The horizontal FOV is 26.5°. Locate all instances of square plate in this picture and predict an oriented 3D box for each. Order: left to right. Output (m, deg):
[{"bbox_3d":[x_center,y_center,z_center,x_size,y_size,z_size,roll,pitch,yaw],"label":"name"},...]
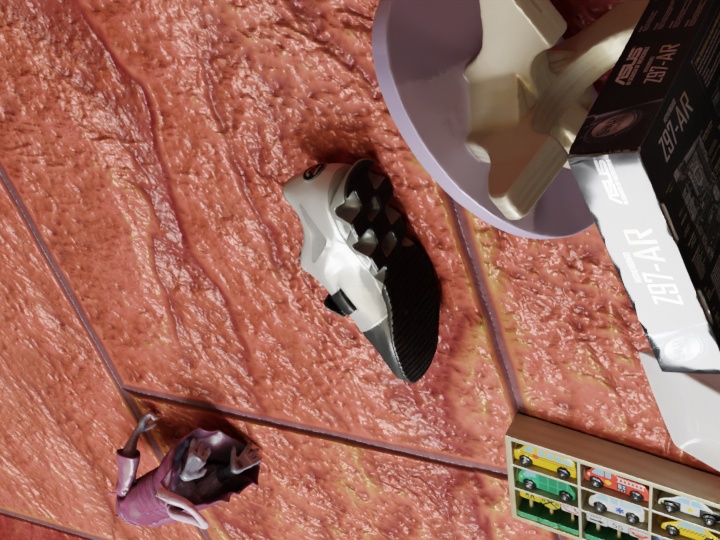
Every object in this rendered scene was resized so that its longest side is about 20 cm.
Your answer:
[{"bbox_3d":[0.303,0.129,1.094,0.199,0.029,0.198,28,167,29],"label":"square plate"}]

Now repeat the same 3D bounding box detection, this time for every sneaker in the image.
[{"bbox_3d":[0.000,0.000,1.209,0.088,0.074,0.201,1,124,38],"label":"sneaker"}]

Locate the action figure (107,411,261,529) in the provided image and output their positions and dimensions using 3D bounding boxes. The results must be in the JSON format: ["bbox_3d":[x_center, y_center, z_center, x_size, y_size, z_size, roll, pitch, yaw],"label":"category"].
[{"bbox_3d":[-0.196,0.235,1.588,0.199,0.150,0.134,-28,121,37],"label":"action figure"}]

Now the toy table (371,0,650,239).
[{"bbox_3d":[0.108,-0.103,0.920,0.199,0.185,0.117,35,163,-24],"label":"toy table"}]

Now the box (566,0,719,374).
[{"bbox_3d":[0.195,-0.068,0.856,0.043,0.201,0.161,-1,134,37],"label":"box"}]

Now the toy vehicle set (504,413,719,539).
[{"bbox_3d":[0.221,0.197,1.303,0.199,0.027,0.125,16,142,24],"label":"toy vehicle set"}]
